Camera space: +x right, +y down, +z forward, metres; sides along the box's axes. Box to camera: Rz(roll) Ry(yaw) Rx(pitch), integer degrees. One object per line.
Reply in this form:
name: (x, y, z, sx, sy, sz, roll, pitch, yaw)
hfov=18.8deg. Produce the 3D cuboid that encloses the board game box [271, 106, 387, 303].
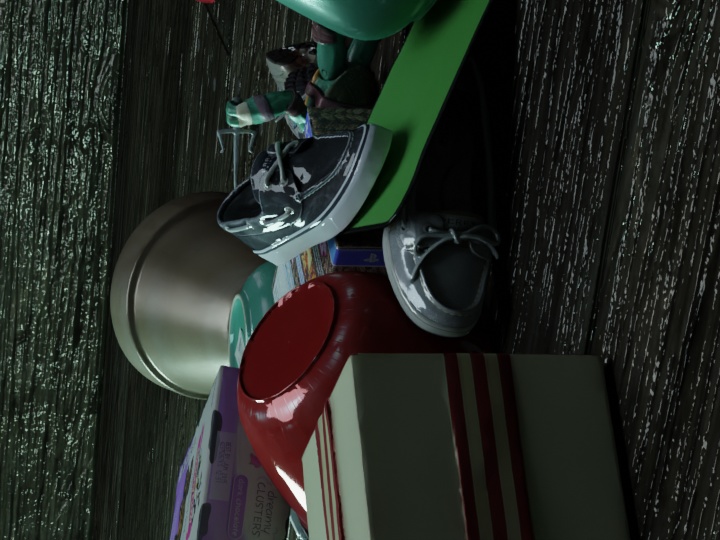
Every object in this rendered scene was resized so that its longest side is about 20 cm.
board game box: (0.000, 0.000, 1.697, 0.160, 0.096, 0.201, -102, 19, -44)

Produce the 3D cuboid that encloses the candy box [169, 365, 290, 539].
candy box: (-0.103, 0.194, 1.694, 0.200, 0.071, 0.169, 116, 163, -59)

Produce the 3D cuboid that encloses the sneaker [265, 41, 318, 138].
sneaker: (-0.029, -0.144, 1.934, 0.200, 0.077, 0.087, -117, 13, -68)

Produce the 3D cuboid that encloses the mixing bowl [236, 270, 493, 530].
mixing bowl: (-0.014, 0.076, 1.522, 0.200, 0.108, 0.201, -34, 35, 28)

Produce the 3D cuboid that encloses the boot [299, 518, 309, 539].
boot: (0.017, 0.174, 1.549, 0.131, 0.070, 0.201, -34, 33, 25)

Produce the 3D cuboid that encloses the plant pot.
plant pot: (-0.111, 0.035, 2.027, 0.173, 0.199, 0.201, 18, 107, 60)

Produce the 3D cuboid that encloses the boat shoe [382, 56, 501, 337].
boat shoe: (0.061, -0.052, 1.501, 0.065, 0.074, 0.203, 122, 156, -58)

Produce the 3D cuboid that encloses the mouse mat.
mouse mat: (0.034, -0.115, 1.528, 0.201, 0.007, 0.161, -67, 17, -10)

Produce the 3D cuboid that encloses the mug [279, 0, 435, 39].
mug: (0.008, -0.250, 1.574, 0.153, 0.114, 0.185, -60, 15, 18)

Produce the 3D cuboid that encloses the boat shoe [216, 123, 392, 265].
boat shoe: (-0.045, -0.063, 1.555, 0.200, 0.068, 0.072, -30, 37, 60)

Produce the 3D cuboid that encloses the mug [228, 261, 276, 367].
mug: (-0.048, 0.061, 1.860, 0.185, 0.114, 0.153, 139, 131, -73)

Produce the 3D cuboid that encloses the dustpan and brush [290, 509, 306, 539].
dustpan and brush: (-0.043, 0.177, 1.804, 0.200, 0.057, 0.140, 53, 146, 36)

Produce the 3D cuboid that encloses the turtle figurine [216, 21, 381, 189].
turtle figurine: (-0.029, -0.150, 1.770, 0.150, 0.100, 0.201, -24, -40, -59)

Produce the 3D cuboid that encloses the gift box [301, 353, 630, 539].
gift box: (0.046, 0.169, 1.286, 0.185, 0.199, 0.188, 105, 160, -61)

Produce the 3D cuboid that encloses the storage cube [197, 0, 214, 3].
storage cube: (-0.073, -0.327, 1.858, 0.171, 0.179, 0.201, -140, 53, -73)
